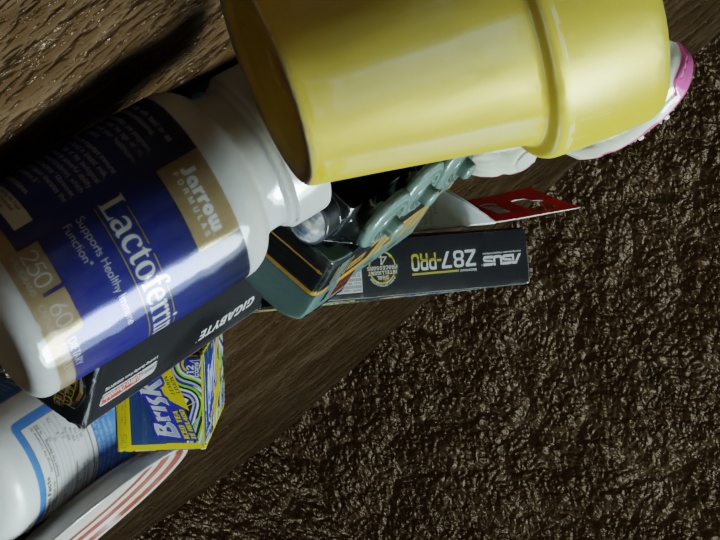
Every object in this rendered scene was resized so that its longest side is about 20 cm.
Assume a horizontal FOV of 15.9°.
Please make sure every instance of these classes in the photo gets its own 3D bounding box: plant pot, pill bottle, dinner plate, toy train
[{"bbox_3d":[0.034,-0.136,1.341,0.188,0.201,0.201,-23,172,-10],"label":"plant pot"},{"bbox_3d":[-0.258,0.134,1.915,0.200,0.112,0.112,-33,172,-41],"label":"pill bottle"},{"bbox_3d":[-0.122,-0.027,1.412,0.200,0.116,0.116,-32,173,-16],"label":"pill bottle"},{"bbox_3d":[-0.214,0.192,1.966,0.200,0.024,0.200,-39,175,-4],"label":"dinner plate"},{"bbox_3d":[0.001,-0.048,1.664,0.200,0.085,0.114,-38,166,-53],"label":"toy train"}]

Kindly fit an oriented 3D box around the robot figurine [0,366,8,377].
[{"bbox_3d":[-0.180,0.018,1.754,0.145,0.058,0.200,-41,175,-30],"label":"robot figurine"}]

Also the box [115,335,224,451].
[{"bbox_3d":[-0.134,0.079,1.835,0.064,0.070,0.200,-2,-174,0],"label":"box"}]

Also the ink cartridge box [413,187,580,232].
[{"bbox_3d":[0.056,-0.064,2.030,0.199,0.048,0.160,-8,-171,-10],"label":"ink cartridge box"}]

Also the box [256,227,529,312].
[{"bbox_3d":[0.000,0.000,1.916,0.199,0.049,0.161,-5,-179,-34],"label":"box"}]

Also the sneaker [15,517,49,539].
[{"bbox_3d":[-0.273,0.163,2.044,0.077,0.111,0.200,-44,173,40],"label":"sneaker"}]

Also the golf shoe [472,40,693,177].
[{"bbox_3d":[0.125,-0.118,1.717,0.199,0.091,0.076,-16,-130,36],"label":"golf shoe"}]

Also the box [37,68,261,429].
[{"bbox_3d":[-0.110,-0.024,1.606,0.200,0.050,0.199,-33,148,-49],"label":"box"}]
